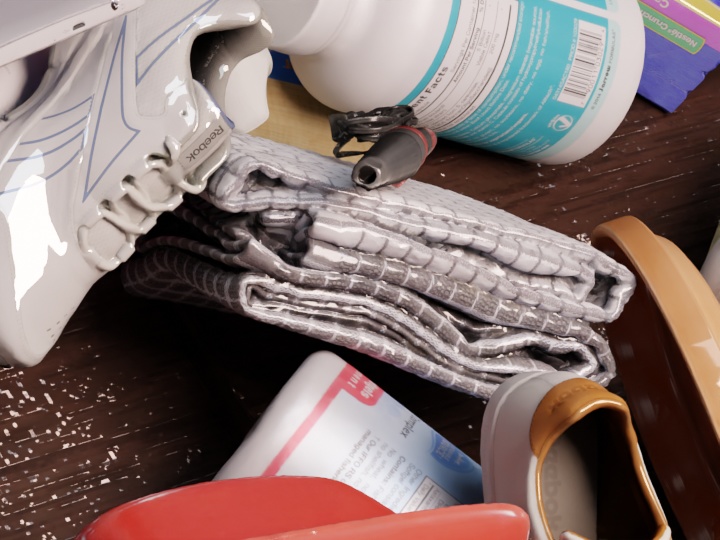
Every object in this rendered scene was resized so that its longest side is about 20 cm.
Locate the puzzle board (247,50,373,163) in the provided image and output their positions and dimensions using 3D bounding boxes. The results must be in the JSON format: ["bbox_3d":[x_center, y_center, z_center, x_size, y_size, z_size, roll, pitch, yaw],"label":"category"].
[{"bbox_3d":[-0.080,-0.078,1.416,0.200,0.017,0.151,12,47,-27],"label":"puzzle board"}]

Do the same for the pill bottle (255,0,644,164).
[{"bbox_3d":[0.039,-0.124,1.445,0.200,0.111,0.111,13,46,-38],"label":"pill bottle"}]

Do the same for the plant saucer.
[{"bbox_3d":[0.158,0.068,1.325,0.032,0.200,0.201,-21,62,-6],"label":"plant saucer"}]

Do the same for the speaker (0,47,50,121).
[{"bbox_3d":[-0.200,-0.054,1.198,0.081,0.081,0.200,43,36,6],"label":"speaker"}]

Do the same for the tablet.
[{"bbox_3d":[-0.200,-0.102,1.197,0.130,0.200,0.014,-29,118,-44],"label":"tablet"}]

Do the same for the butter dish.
[{"bbox_3d":[-0.062,0.151,1.128,0.200,0.200,0.148,-6,35,-38],"label":"butter dish"}]

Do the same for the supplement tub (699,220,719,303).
[{"bbox_3d":[0.248,0.003,1.453,0.145,0.145,0.200,35,34,-3],"label":"supplement tub"}]

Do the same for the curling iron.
[{"bbox_3d":[0.008,-0.050,1.263,0.049,0.026,0.200,-5,10,3],"label":"curling iron"}]

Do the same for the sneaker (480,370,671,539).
[{"bbox_3d":[0.087,0.141,1.142,0.073,0.085,0.200,-8,93,-20],"label":"sneaker"}]

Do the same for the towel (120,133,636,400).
[{"bbox_3d":[0.000,0.000,1.296,0.200,0.086,0.166,14,5,-24],"label":"towel"}]

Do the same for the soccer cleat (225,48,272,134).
[{"bbox_3d":[-0.080,-0.116,1.365,0.200,0.069,0.078,-113,177,-71],"label":"soccer cleat"}]

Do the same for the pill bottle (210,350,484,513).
[{"bbox_3d":[0.028,0.134,1.232,0.200,0.109,0.109,38,42,-1],"label":"pill bottle"}]

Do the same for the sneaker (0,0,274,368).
[{"bbox_3d":[-0.105,-0.048,1.200,0.087,0.075,0.200,14,69,26],"label":"sneaker"}]

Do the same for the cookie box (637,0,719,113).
[{"bbox_3d":[0.144,-0.210,1.638,0.171,0.075,0.200,30,43,-9],"label":"cookie box"}]
